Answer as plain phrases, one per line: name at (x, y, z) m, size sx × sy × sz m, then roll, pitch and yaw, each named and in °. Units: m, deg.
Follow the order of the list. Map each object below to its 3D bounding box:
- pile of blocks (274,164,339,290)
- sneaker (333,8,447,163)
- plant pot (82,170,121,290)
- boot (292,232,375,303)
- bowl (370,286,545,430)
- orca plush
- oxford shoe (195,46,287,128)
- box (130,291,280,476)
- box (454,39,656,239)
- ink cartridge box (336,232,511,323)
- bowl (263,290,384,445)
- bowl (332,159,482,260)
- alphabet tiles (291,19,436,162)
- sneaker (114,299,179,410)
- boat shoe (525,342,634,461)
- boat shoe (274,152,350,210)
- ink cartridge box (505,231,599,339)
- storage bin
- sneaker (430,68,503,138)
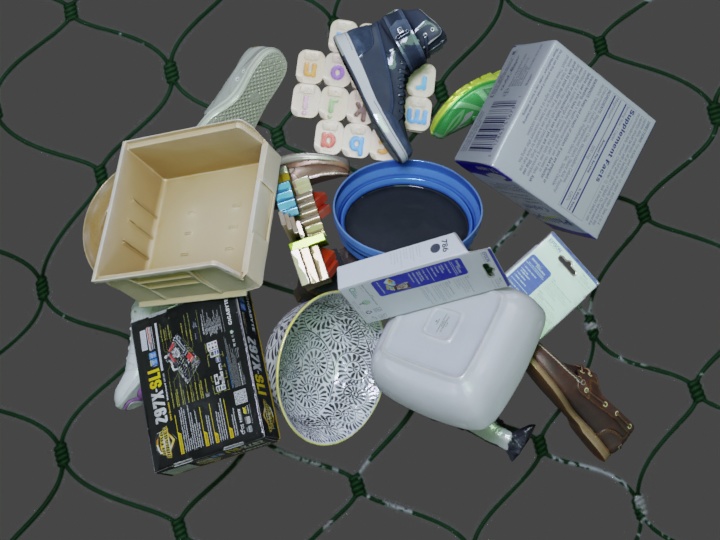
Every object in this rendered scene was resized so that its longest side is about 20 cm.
pile of blocks at (-0.067, -0.068, 1.265) m, size 0.062 × 0.082 × 0.201 m, roll -19°, pitch 59°, yaw 2°
sneaker at (0.066, -0.262, 1.360) m, size 0.145 × 0.077 × 0.204 m, roll -23°, pitch 82°, yaw 0°
plant pot at (-0.283, -0.060, 1.357) m, size 0.198 × 0.028 × 0.202 m, roll -4°, pitch 70°, yaw 10°
boot at (0.000, 0.000, 1.359) m, size 0.198 × 0.097 × 0.075 m, roll -10°, pitch 76°, yaw -25°
bowl at (0.115, 0.086, 1.274) m, size 0.199 × 0.075 × 0.201 m, roll 18°, pitch 69°, yaw 35°
orca plush at (0.147, 0.163, 1.335) m, size 0.199 × 0.106 × 0.071 m, roll 24°, pitch 45°, yaw 23°
oxford shoe at (-0.177, -0.229, 1.386) m, size 0.201 × 0.075 × 0.058 m, roll -54°, pitch 45°, yaw 3°
box at (-0.197, 0.137, 1.244) m, size 0.159 × 0.049 × 0.202 m, roll -21°, pitch 70°, yaw 18°
box at (0.258, -0.171, 1.315) m, size 0.199 × 0.105 × 0.185 m, roll 31°, pitch 85°, yaw -25°
ink cartridge box at (0.079, 0.007, 1.232) m, size 0.198 × 0.100 × 0.040 m, roll -14°, pitch 55°, yaw 17°
bowl at (-0.063, 0.122, 1.312) m, size 0.200 × 0.094 × 0.203 m, roll -6°, pitch 99°, yaw -44°
bowl at (0.062, -0.073, 1.321) m, size 0.198 × 0.040 × 0.202 m, roll 0°, pitch 44°, yaw 0°
alphabet tiles at (0.005, -0.254, 1.405) m, size 0.198 × 0.015 × 0.198 m, roll 7°, pitch 82°, yaw 1°
sneaker at (-0.282, 0.095, 1.354) m, size 0.099 × 0.075 × 0.201 m, roll 30°, pitch 86°, yaw 23°
boat shoe at (0.288, 0.162, 1.325) m, size 0.070 × 0.070 × 0.200 m, roll -42°, pitch 107°, yaw -5°
boat shoe at (-0.109, -0.119, 1.368) m, size 0.198 × 0.076 × 0.073 m, roll -7°, pitch 88°, yaw 9°
ink cartridge box at (0.220, 0.050, 1.356) m, size 0.200 × 0.039 × 0.100 m, roll -41°, pitch 85°, yaw -2°
storage bin at (-0.213, -0.069, 1.247) m, size 0.197 × 0.094 × 0.202 m, roll -7°, pitch 62°, yaw 26°
sneaker at (0.190, -0.228, 1.373) m, size 0.199 × 0.074 × 0.084 m, roll -25°, pitch 81°, yaw -3°
